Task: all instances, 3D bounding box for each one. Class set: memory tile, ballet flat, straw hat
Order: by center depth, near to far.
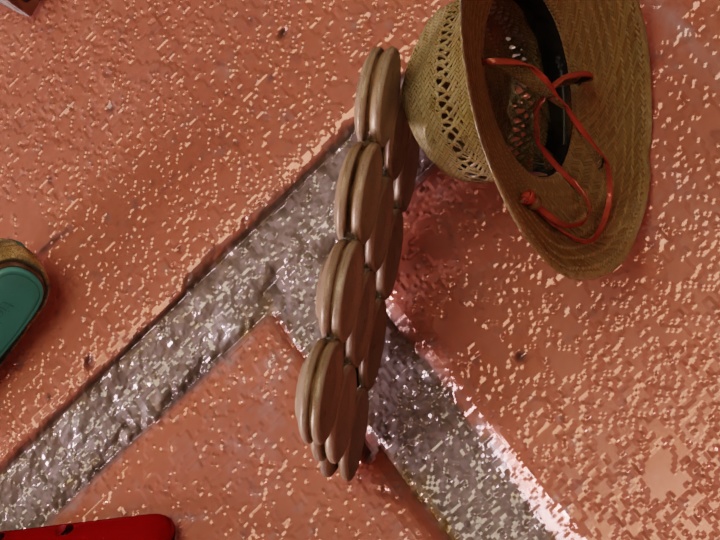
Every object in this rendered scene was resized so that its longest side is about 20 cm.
[{"bbox_3d":[0.068,-0.091,0.891,0.085,0.200,0.203,-7,71,37],"label":"straw hat"},{"bbox_3d":[0.000,0.000,0.910,0.017,0.153,0.202,8,76,10],"label":"memory tile"},{"bbox_3d":[-0.261,0.063,1.079,0.071,0.071,0.201,40,95,31],"label":"ballet flat"}]

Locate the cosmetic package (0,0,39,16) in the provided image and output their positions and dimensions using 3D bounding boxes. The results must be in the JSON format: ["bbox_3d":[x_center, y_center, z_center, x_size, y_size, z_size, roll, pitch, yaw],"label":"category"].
[{"bbox_3d":[-0.221,-0.281,1.147,0.103,0.087,0.201,29,89,32],"label":"cosmetic package"}]

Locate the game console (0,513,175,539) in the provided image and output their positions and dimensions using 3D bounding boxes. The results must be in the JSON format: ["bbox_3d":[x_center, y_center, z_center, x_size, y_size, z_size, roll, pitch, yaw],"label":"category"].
[{"bbox_3d":[-0.189,0.247,1.004,0.198,0.119,0.174,-10,101,25],"label":"game console"}]
